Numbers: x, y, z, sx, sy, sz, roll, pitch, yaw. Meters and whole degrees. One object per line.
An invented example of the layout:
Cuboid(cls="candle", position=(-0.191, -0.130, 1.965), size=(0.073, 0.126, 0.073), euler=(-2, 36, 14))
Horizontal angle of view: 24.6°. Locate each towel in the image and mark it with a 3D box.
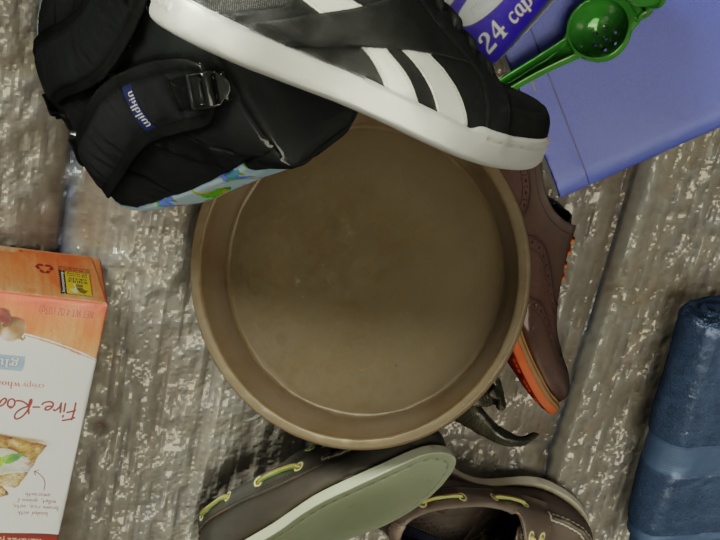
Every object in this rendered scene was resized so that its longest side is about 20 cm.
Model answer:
Cuboid(cls="towel", position=(0.245, 0.107, 1.123), size=(0.110, 0.049, 0.202), euler=(-1, 121, -15))

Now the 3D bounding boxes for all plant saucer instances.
Cuboid(cls="plant saucer", position=(0.000, 0.000, 0.944), size=(0.197, 0.029, 0.203), euler=(0, 91, 11))

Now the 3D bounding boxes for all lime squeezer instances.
Cuboid(cls="lime squeezer", position=(0.130, -0.148, 0.883), size=(0.070, 0.038, 0.200), euler=(11, 141, -33))

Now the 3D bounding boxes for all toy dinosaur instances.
Cuboid(cls="toy dinosaur", position=(0.027, 0.063, 1.025), size=(0.198, 0.102, 0.078), euler=(12, 76, -35))

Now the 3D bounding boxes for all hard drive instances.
Cuboid(cls="hard drive", position=(0.179, -0.143, 0.943), size=(0.198, 0.025, 0.133), euler=(-24, 102, 0))

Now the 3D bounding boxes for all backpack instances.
Cuboid(cls="backpack", position=(-0.088, -0.106, 0.816), size=(0.199, 0.153, 0.164), euler=(-30, 92, 48))

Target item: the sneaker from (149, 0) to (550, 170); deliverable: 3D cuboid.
Cuboid(cls="sneaker", position=(0.020, -0.120, 0.692), size=(0.198, 0.073, 0.113), euler=(17, 104, -32))

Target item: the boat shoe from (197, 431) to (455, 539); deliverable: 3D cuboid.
Cuboid(cls="boat shoe", position=(-0.029, 0.138, 1.026), size=(0.200, 0.061, 0.071), euler=(-33, 143, 27))

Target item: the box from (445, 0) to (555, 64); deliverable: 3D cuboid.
Cuboid(cls="box", position=(0.004, -0.224, 0.776), size=(0.199, 0.185, 0.105), euler=(33, 109, -30))

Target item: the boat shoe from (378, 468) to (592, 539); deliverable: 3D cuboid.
Cuboid(cls="boat shoe", position=(0.085, 0.172, 1.100), size=(0.199, 0.060, 0.072), euler=(22, 113, -35))

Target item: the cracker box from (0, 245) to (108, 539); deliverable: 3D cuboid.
Cuboid(cls="cracker box", position=(-0.232, 0.083, 0.970), size=(0.132, 0.058, 0.202), euler=(6, 119, -18))

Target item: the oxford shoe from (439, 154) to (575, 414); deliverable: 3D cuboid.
Cuboid(cls="oxford shoe", position=(0.106, 0.001, 1.010), size=(0.072, 0.071, 0.202), euler=(-25, 123, -6))
